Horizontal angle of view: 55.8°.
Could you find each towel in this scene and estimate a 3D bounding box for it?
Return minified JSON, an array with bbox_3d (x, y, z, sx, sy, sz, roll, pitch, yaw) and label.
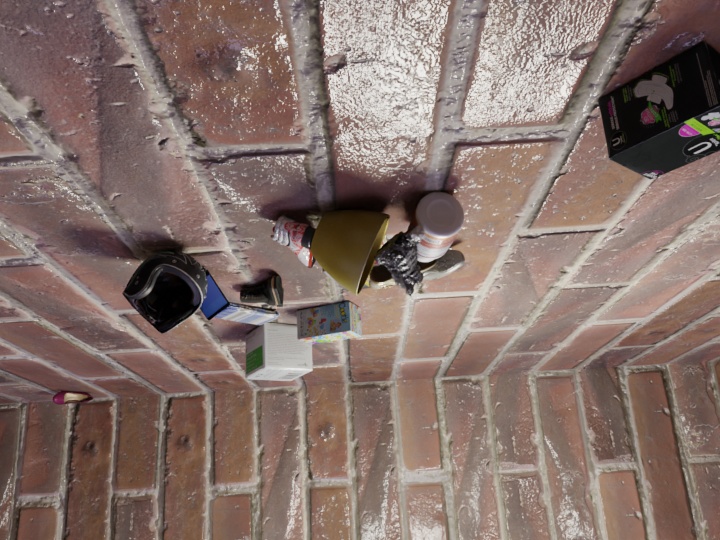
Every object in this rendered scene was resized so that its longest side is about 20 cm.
[{"bbox_3d":[-0.392,0.149,2.305,0.199,0.024,0.146,13,156,-35],"label":"towel"}]

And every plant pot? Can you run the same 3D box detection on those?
[{"bbox_3d":[-0.034,-0.061,1.585,0.141,0.201,0.200,22,161,7],"label":"plant pot"}]

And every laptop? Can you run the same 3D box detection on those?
[{"bbox_3d":[-0.494,0.063,1.929,0.198,0.104,0.177,9,156,-31],"label":"laptop"}]

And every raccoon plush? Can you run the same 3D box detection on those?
[{"bbox_3d":[0.115,-0.014,1.562,0.097,0.134,0.200,-43,-172,-16],"label":"raccoon plush"}]

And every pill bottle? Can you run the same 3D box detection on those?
[{"bbox_3d":[0.168,-0.094,1.601,0.111,0.113,0.200,-1,161,-7],"label":"pill bottle"}]

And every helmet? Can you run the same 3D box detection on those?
[{"bbox_3d":[-0.492,0.043,1.750,0.200,0.191,0.200,38,160,16],"label":"helmet"}]

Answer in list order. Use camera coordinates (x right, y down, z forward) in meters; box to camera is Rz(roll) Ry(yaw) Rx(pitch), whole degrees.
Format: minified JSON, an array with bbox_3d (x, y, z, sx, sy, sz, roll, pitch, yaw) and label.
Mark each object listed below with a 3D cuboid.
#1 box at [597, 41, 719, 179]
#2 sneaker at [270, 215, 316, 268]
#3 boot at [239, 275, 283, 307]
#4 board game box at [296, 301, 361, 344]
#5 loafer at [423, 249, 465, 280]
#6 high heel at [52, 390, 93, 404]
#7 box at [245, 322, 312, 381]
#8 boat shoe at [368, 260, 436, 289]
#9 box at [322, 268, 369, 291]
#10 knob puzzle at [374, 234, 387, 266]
[{"bbox_3d":[0.543,-0.265,1.173,0.148,0.126,0.199,14,155,-37],"label":"box"},{"bbox_3d":[-0.156,-0.073,1.651,0.107,0.068,0.202,22,165,6],"label":"sneaker"},{"bbox_3d":[-0.302,0.068,2.029,0.137,0.078,0.200,3,159,-3],"label":"boot"},{"bbox_3d":[-0.106,0.182,2.323,0.198,0.106,0.103,-10,160,21],"label":"board game box"},{"bbox_3d":[0.218,-0.014,1.906,0.069,0.071,0.199,4,166,-41],"label":"loafer"},{"bbox_3d":[-1.434,0.635,3.396,0.095,0.068,0.200,0,177,21],"label":"high heel"},{"bbox_3d":[-0.306,0.306,2.532,0.198,0.173,0.199,9,157,-29],"label":"box"},{"bbox_3d":[0.113,0.000,1.852,0.198,0.073,0.065,-21,155,-17],"label":"boat shoe"},{"bbox_3d":[0.000,0.000,1.923,0.157,0.049,0.200,-10,159,17],"label":"box"},{"bbox_3d":[-0.016,-0.053,1.735,0.217,0.031,0.220,2,145,1],"label":"knob puzzle"}]
